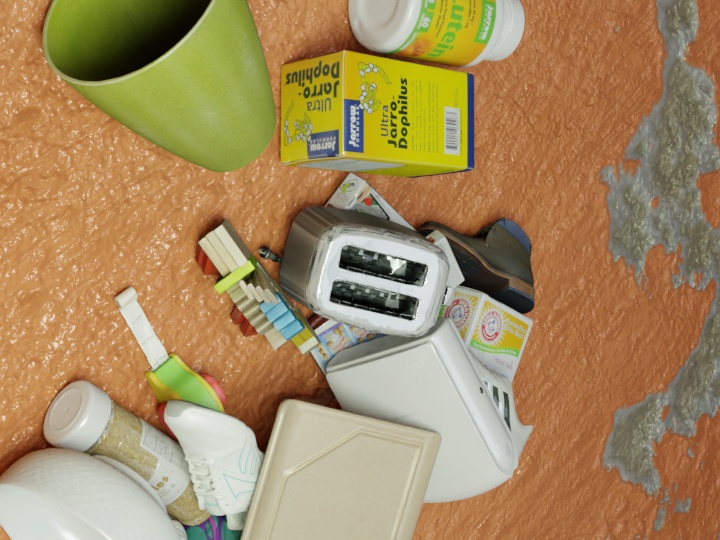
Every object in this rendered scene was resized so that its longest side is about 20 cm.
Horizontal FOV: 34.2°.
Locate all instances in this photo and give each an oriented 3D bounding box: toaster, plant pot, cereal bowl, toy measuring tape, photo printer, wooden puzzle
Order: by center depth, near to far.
[{"bbox_3d":[-0.240,0.235,1.086,0.084,0.198,0.202,-52,129,-36],"label":"cereal bowl"},{"bbox_3d":[-0.163,-0.187,1.096,0.189,0.185,0.200,-58,144,-16],"label":"plant pot"},{"bbox_3d":[-0.186,0.108,1.187,0.073,0.073,0.202,-39,122,-29],"label":"toy measuring tape"},{"bbox_3d":[-0.024,0.237,1.208,0.198,0.037,0.188,15,93,-27],"label":"wooden puzzle"},{"bbox_3d":[0.000,0.000,1.231,0.197,0.129,0.115,15,95,-19],"label":"toaster"},{"bbox_3d":[0.071,0.164,1.289,0.202,0.165,0.069,62,36,-14],"label":"photo printer"}]

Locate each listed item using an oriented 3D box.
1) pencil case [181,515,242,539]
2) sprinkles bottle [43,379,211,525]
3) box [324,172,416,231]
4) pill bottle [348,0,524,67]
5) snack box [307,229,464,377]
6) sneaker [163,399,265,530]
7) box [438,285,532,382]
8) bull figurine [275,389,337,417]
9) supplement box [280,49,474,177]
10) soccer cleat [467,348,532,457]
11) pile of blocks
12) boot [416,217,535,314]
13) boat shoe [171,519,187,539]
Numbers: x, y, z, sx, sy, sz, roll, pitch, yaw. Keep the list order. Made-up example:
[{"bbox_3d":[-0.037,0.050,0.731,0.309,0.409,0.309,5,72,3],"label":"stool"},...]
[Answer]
[{"bbox_3d":[-0.108,0.305,1.287,0.198,0.086,0.093,14,125,-42],"label":"pencil case"},{"bbox_3d":[-0.222,0.185,1.171,0.200,0.068,0.069,43,71,-39],"label":"sprinkles bottle"},{"bbox_3d":[0.022,-0.010,1.356,0.110,0.035,0.200,-51,129,-4],"label":"box"},{"bbox_3d":[0.092,-0.291,1.327,0.198,0.110,0.113,1,98,-42],"label":"pill bottle"},{"bbox_3d":[0.025,0.039,1.340,0.199,0.024,0.072,-35,129,-8],"label":"snack box"},{"bbox_3d":[-0.136,0.195,1.156,0.081,0.070,0.201,-63,141,-24],"label":"sneaker"},{"bbox_3d":[0.114,0.128,1.439,0.112,0.101,0.203,28,80,-42],"label":"box"},{"bbox_3d":[-0.029,0.226,1.306,0.121,0.065,0.202,-13,79,-64],"label":"bull figurine"},{"bbox_3d":[0.021,-0.166,1.282,0.198,0.108,0.111,1,88,-42],"label":"supplement box"},{"bbox_3d":[0.130,0.132,1.343,0.085,0.068,0.201,-39,101,-37],"label":"soccer cleat"},{"bbox_3d":[-0.114,0.035,1.231,0.062,0.082,0.201,-35,122,4],"label":"pile of blocks"},{"bbox_3d":[0.147,-0.030,1.477,0.199,0.074,0.098,34,51,-31],"label":"boot"},{"bbox_3d":[-0.239,0.340,1.171,0.200,0.069,0.071,-44,133,-18],"label":"boat shoe"}]
